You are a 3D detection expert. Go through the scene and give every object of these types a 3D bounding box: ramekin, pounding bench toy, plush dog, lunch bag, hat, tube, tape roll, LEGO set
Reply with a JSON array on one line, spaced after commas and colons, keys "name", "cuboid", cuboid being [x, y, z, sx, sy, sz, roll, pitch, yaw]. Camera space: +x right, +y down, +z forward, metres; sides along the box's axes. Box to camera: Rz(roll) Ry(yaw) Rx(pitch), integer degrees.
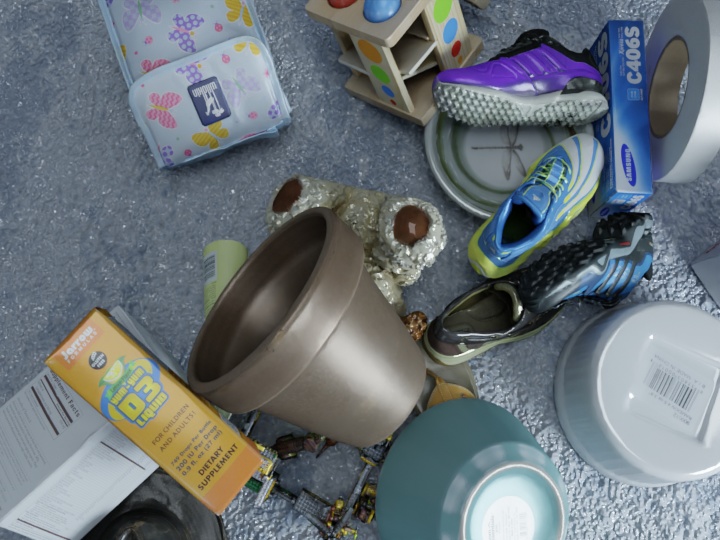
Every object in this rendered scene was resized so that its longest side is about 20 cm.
[{"name": "ramekin", "cuboid": [0.316, 0.128, 0.802, 0.196, 0.098, 0.204, 0, 78, -2]}, {"name": "pounding bench toy", "cuboid": [0.060, -0.302, 0.838, 0.123, 0.156, 0.201, 30, 77, 32]}, {"name": "plush dog", "cuboid": [0.000, 0.000, 0.818, 0.197, 0.160, 0.175, 13, 95, 19]}, {"name": "lunch bag", "cuboid": [-0.182, -0.232, 0.854, 0.167, 0.127, 0.203, -18, 85, -3]}, {"name": "hat", "cuboid": [-0.228, 0.304, 0.758, 0.197, 0.081, 0.205, 0, 77, 0]}, {"name": "tube", "cuboid": [-0.142, 0.066, 0.800, 0.051, 0.058, 0.203, -16, 58, 18]}, {"name": "tape roll", "cuboid": [0.350, -0.197, 0.821, 0.036, 0.203, 0.207, 6, 78, 0]}, {"name": "LEGO set", "cuboid": [-0.059, 0.189, 0.768, 0.199, 0.116, 0.155, 36, 79, 5]}]

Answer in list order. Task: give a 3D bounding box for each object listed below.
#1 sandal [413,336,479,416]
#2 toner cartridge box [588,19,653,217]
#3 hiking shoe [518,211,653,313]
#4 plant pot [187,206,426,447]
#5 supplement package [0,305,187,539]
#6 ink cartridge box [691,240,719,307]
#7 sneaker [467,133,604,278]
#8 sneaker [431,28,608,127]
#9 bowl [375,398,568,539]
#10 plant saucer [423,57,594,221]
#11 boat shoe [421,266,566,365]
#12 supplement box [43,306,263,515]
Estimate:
[{"name": "sandal", "cuboid": [0.099, 0.164, 0.810, 0.079, 0.054, 0.203, -14, 79, -5]}, {"name": "toner cartridge box", "cuboid": [0.293, -0.171, 0.867, 0.042, 0.095, 0.204, 2, 77, 0]}, {"name": "hiking shoe", "cuboid": [0.254, 0.008, 0.809, 0.198, 0.074, 0.088, -27, 106, -26]}, {"name": "plant pot", "cuboid": [-0.035, 0.074, 0.702, 0.174, 0.200, 0.201, 41, 78, -22]}, {"name": "supplement package", "cuboid": [-0.268, 0.158, 0.757, 0.200, 0.114, 0.109, -42, 56, -10]}, {"name": "ink cartridge box", "cuboid": [0.466, -0.029, 0.789, 0.145, 0.200, 0.085, -34, 84, -7]}, {"name": "sneaker", "cuboid": [0.196, -0.073, 0.787, 0.076, 0.105, 0.201, 40, 82, 4]}, {"name": "sneaker", "cuboid": [0.174, -0.219, 0.840, 0.196, 0.070, 0.101, 2, 75, -9]}, {"name": "bowl", "cuboid": [0.124, 0.233, 0.738, 0.197, 0.105, 0.205, 1, 88, -21]}, {"name": "plant saucer", "cuboid": [0.169, -0.146, 0.881, 0.196, 0.050, 0.204, 0, 77, -2]}, {"name": "boat shoe", "cuboid": [0.160, 0.041, 0.819, 0.198, 0.065, 0.074, -28, 73, -20]}, {"name": "supplement box", "cuboid": [-0.180, 0.122, 0.666, 0.200, 0.069, 0.067, 43, 79, -7]}]
